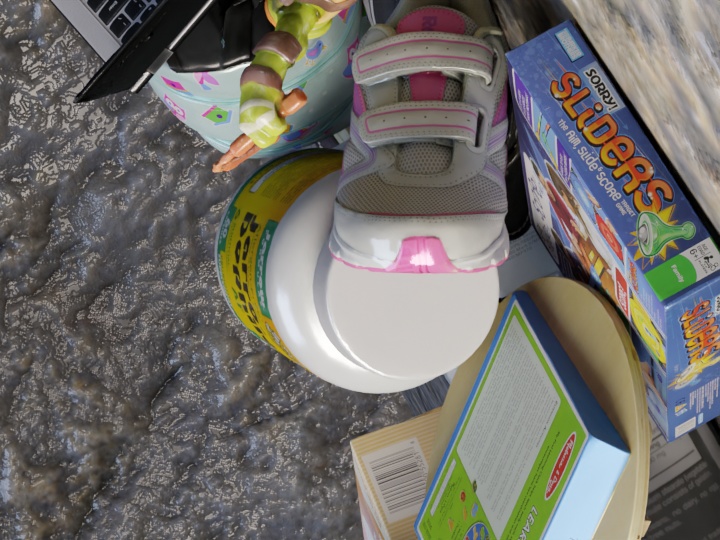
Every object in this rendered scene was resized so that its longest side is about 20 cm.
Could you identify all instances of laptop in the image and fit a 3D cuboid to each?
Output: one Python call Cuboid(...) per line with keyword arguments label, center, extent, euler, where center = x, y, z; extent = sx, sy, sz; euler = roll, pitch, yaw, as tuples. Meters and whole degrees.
Cuboid(label="laptop", center=(-0.089, -0.185, 1.206), extent=(0.200, 0.187, 0.116), euler=(48, -170, 34))

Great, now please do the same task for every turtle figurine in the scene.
Cuboid(label="turtle figurine", center=(-0.004, -0.142, 1.117), extent=(0.064, 0.200, 0.161), euler=(38, 151, -7))

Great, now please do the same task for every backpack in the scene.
Cuboid(label="backpack", center=(-0.061, -0.160, 1.334), extent=(0.127, 0.167, 0.200), euler=(53, -167, -55))

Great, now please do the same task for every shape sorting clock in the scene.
Cuboid(label="shape sorting clock", center=(0.080, 0.102, 1.203), extent=(0.200, 0.039, 0.200), euler=(-168, 90, -69))

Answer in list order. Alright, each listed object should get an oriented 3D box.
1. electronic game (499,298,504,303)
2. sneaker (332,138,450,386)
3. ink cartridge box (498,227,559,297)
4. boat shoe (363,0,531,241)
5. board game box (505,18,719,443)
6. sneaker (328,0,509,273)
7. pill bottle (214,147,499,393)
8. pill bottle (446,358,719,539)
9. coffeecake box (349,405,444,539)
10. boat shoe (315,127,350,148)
Cuboid(label="electronic game", center=(0.102, 0.044, 1.725), extent=(0.200, 0.042, 0.200), euler=(59, 175, 8))
Cuboid(label="sneaker", center=(0.022, -0.003, 1.471), extent=(0.074, 0.080, 0.200), euler=(51, 168, 52))
Cuboid(label="ink cartridge box", center=(0.044, -0.104, 1.448), extent=(0.160, 0.047, 0.200), euler=(57, 169, 43))
Cuboid(label="boat shoe", center=(0.054, -0.082, 1.300), extent=(0.066, 0.070, 0.200), euler=(-123, 12, -52))
Cuboid(label="board game box", center=(0.117, -0.012, 1.174), extent=(0.135, 0.034, 0.200), euler=(59, 176, 20))
Cuboid(label="sneaker", center=(0.027, -0.067, 1.154), extent=(0.200, 0.081, 0.088), euler=(-88, -3, -59))
Cuboid(label="pill bottle", center=(0.000, 0.000, 1.283), extent=(0.113, 0.113, 0.200), euler=(61, 170, -13))
Cuboid(label="pill bottle", center=(0.130, 0.108, 1.317), extent=(0.200, 0.114, 0.114), euler=(60, 176, 1))
Cuboid(label="coffeecake box", center=(0.058, 0.189, 1.443), extent=(0.200, 0.073, 0.154), euler=(83, 165, -59))
Cuboid(label="boat shoe", center=(0.020, -0.016, 1.566), extent=(0.200, 0.065, 0.072), euler=(51, -173, -47))
